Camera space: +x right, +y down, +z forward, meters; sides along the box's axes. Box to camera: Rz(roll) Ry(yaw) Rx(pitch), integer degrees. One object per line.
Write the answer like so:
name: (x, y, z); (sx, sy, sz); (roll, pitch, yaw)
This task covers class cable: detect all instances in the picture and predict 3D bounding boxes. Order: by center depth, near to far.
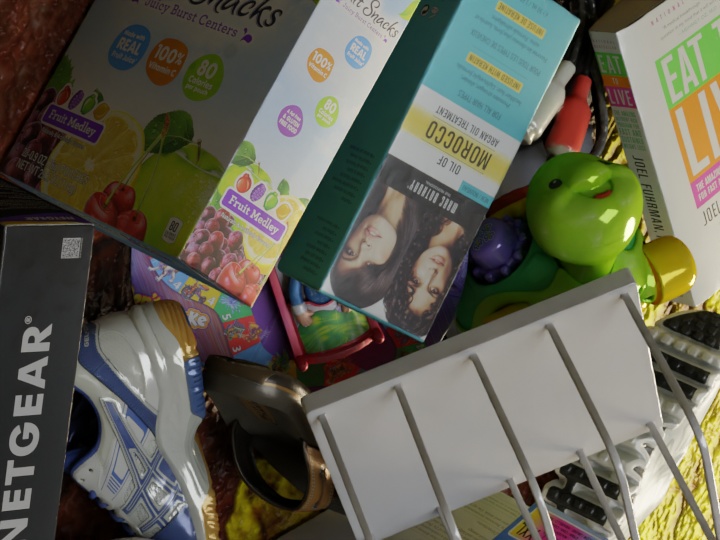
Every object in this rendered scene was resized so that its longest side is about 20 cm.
cable: (0.142, -0.144, 1.319); (0.097, 0.050, 0.201); (33, 78, -15)

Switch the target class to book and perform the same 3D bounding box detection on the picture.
book: (0.222, -0.097, 1.365); (0.133, 0.048, 0.201); (-38, 121, -30)

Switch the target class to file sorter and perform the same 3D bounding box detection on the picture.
file sorter: (0.089, 0.119, 1.180); (0.198, 0.125, 0.139); (-21, 138, -1)

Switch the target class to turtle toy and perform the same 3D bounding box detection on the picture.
turtle toy: (0.118, -0.006, 1.256); (0.145, 0.200, 0.102); (-23, 84, -20)

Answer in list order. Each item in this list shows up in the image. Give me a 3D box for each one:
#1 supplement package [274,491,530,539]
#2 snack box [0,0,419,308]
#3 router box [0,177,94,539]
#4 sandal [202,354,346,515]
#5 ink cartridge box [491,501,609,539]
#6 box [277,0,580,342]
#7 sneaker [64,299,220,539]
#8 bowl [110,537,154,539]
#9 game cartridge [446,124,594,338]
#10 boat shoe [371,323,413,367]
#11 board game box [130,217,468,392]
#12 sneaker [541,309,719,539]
supplement package: (0.012, 0.225, 1.318); (0.199, 0.121, 0.121); (-26, 121, -31)
snack box: (-0.077, -0.104, 1.091); (0.068, 0.168, 0.201); (35, 81, -45)
router box: (-0.205, 0.053, 1.047); (0.052, 0.157, 0.202); (-2, 107, -39)
sandal: (-0.041, 0.111, 1.237); (0.200, 0.081, 0.055); (54, 48, -58)
ink cartridge box: (0.076, 0.256, 1.253); (0.199, 0.076, 0.137); (-35, 126, -25)
box: (0.038, -0.070, 1.158); (0.082, 0.049, 0.201); (25, 91, -35)
sneaker: (-0.131, 0.110, 1.203); (0.087, 0.075, 0.202); (-12, 118, -12)
bowl: (-0.129, 0.214, 1.183); (0.095, 0.199, 0.202); (-71, 144, -45)
game cartridge: (0.111, 0.004, 1.382); (0.133, 0.041, 0.202); (-33, 124, -32)
boat shoe: (0.000, 0.000, 1.266); (0.061, 0.072, 0.202); (-3, 100, 6)
board game box: (-0.032, 0.003, 1.197); (0.199, 0.039, 0.159); (25, 101, -18)
sneaker: (0.201, 0.117, 1.484); (0.201, 0.075, 0.081); (-54, 145, -9)
